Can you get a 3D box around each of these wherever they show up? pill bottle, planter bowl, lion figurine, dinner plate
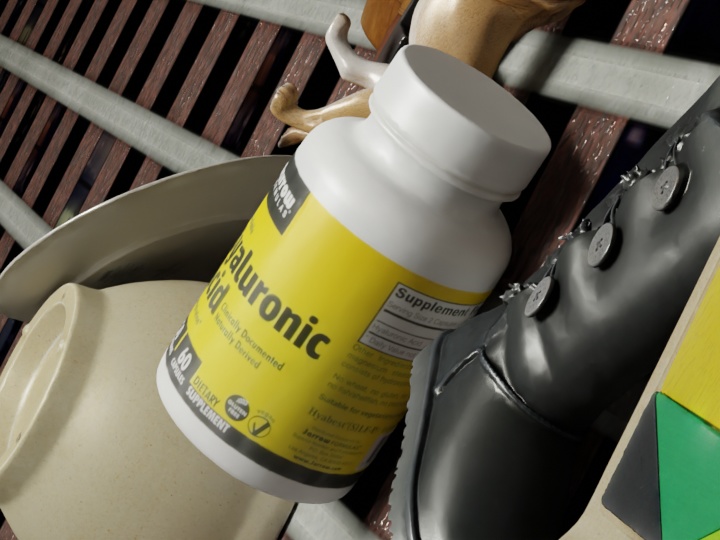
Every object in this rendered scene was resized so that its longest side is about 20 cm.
[{"bbox_3d":[0.000,0.000,1.101,0.200,0.111,0.111,-56,20,20],"label":"pill bottle"},{"bbox_3d":[-0.122,0.086,1.274,0.200,0.135,0.200,-51,22,30],"label":"planter bowl"},{"bbox_3d":[0.046,-0.115,1.154,0.200,0.122,0.072,-63,-9,26],"label":"lion figurine"},{"bbox_3d":[-0.107,-0.008,1.332,0.200,0.200,0.024,-42,64,48],"label":"dinner plate"}]

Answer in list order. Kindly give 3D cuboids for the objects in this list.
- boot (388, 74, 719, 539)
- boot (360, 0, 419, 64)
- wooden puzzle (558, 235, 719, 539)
[{"bbox_3d":[0.097,0.036,0.889,0.200,0.066,0.165,-41,35,33],"label":"boot"},{"bbox_3d":[0.063,-0.173,1.280,0.200,0.068,0.188,-93,26,-69],"label":"boot"},{"bbox_3d":[0.143,0.041,0.740,0.200,0.037,0.185,-61,29,5],"label":"wooden puzzle"}]
